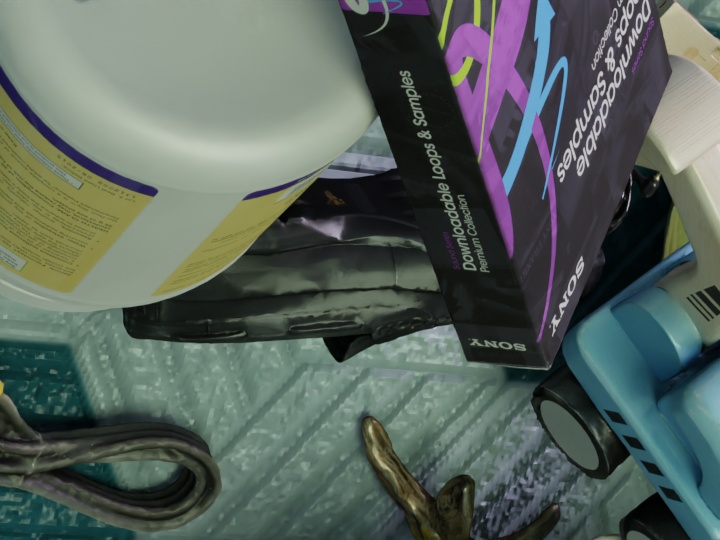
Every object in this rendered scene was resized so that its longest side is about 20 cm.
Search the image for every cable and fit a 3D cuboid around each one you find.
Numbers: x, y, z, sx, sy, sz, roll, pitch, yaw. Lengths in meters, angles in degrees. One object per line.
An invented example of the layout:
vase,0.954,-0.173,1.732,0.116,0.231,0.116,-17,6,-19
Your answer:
cable,-0.141,0.073,1.140,0.200,0.050,0.097,33,97,-33

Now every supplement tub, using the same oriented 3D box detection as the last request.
supplement tub,-0.077,-0.071,0.993,0.145,0.200,0.146,6,72,-18

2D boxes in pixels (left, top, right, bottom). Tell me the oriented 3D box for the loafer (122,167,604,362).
loafer,0.000,0.000,1.170,0.200,0.068,0.071,1,122,-22

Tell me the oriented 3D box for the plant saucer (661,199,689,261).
plant saucer,0.211,-0.025,1.284,0.199,0.031,0.201,-12,119,-22

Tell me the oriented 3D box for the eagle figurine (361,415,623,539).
eagle figurine,0.032,0.185,1.202,0.151,0.200,0.151,26,126,-13

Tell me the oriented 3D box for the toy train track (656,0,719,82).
toy train track,0.182,-0.051,1.222,0.200,0.033,0.115,37,101,-29

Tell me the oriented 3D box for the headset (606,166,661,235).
headset,0.051,-0.078,1.120,0.200,0.123,0.094,20,81,-50

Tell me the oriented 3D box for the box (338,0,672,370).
box,0.050,-0.084,0.952,0.200,0.036,0.143,70,36,-47

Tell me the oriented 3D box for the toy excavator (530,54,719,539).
toy excavator,0.139,0.022,1.142,0.100,0.200,0.195,-35,88,-19
